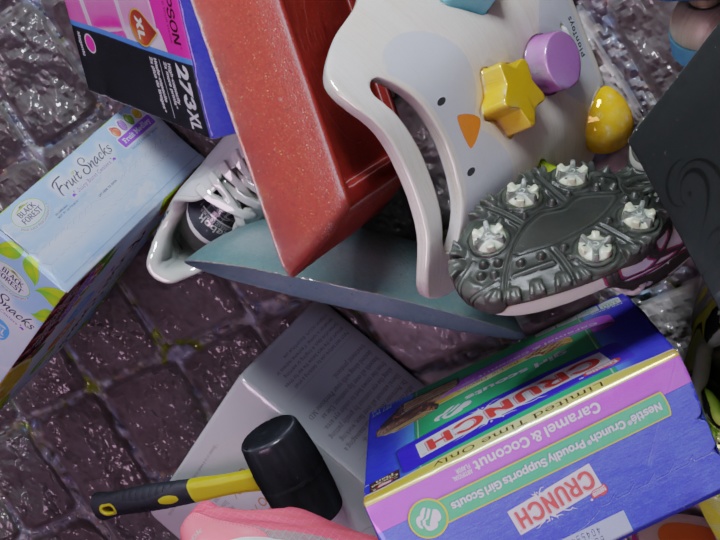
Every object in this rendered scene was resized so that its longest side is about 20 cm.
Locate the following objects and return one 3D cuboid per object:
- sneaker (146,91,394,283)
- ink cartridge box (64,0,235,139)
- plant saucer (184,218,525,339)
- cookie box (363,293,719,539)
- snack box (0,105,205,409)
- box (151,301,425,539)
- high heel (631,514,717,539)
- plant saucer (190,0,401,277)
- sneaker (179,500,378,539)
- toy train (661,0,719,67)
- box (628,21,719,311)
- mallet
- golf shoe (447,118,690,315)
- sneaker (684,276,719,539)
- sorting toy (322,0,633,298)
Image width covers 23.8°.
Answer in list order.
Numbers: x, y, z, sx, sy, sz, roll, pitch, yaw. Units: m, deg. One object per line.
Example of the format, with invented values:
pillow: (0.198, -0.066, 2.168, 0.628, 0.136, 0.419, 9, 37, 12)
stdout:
sneaker: (-0.054, -0.060, 1.012, 0.076, 0.080, 0.200, 45, 127, 2)
ink cartridge box: (-0.110, -0.134, 0.979, 0.199, 0.037, 0.095, 22, 131, 49)
plant saucer: (0.000, 0.000, 0.975, 0.199, 0.201, 0.039, 10, 86, 26)
cookie box: (0.090, 0.092, 0.896, 0.170, 0.200, 0.076, -26, 97, 4)
snack box: (-0.202, 0.006, 1.082, 0.068, 0.169, 0.200, 42, 130, -2)
box: (-0.007, 0.149, 1.091, 0.200, 0.106, 0.153, 40, 129, 5)
high heel: (0.242, 0.223, 1.025, 0.199, 0.067, 0.096, 27, 141, 11)
plant saucer: (-0.028, -0.113, 0.856, 0.036, 0.200, 0.202, -18, 96, 16)
sneaker: (-0.012, 0.165, 0.959, 0.074, 0.199, 0.087, -62, 34, 16)
toy train: (0.230, -0.151, 0.797, 0.198, 0.085, 0.116, 2, 135, 22)
box: (0.243, -0.075, 0.741, 0.200, 0.147, 0.125, -56, 47, 42)
mallet: (-0.091, 0.142, 1.050, 0.199, 0.041, 0.066, -24, 106, 43)
golf shoe: (0.128, -0.015, 0.857, 0.077, 0.199, 0.089, 41, 145, 35)
sneaker: (0.205, 0.086, 0.946, 0.075, 0.076, 0.202, 3, 120, 27)
sorting toy: (0.048, -0.078, 0.874, 0.106, 0.180, 0.201, -13, 111, 36)
